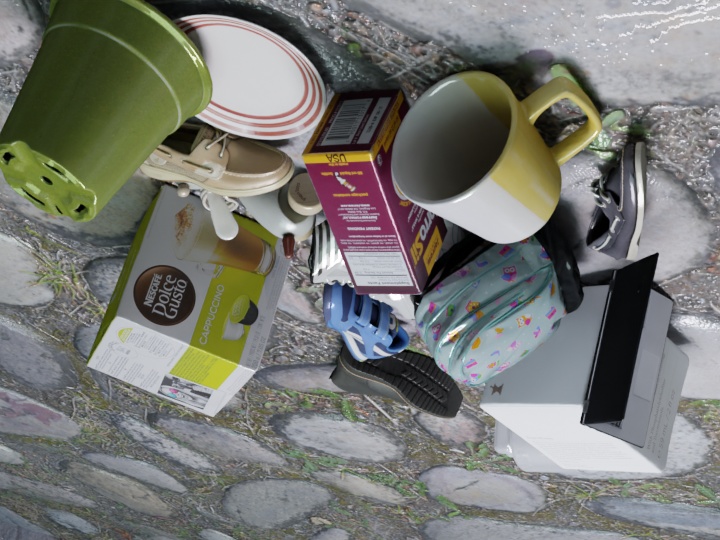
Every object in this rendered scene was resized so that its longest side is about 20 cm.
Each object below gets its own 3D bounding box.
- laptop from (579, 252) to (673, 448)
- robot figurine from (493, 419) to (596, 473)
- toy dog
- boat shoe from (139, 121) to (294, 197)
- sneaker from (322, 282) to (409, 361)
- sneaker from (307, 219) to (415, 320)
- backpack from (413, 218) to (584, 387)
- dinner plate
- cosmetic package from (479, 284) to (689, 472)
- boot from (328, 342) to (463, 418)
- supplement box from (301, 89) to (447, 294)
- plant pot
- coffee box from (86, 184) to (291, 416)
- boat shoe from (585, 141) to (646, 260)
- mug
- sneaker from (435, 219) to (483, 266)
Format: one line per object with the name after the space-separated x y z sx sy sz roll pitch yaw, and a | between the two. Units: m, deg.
0.332 0.099 1.378 0.199 0.190 0.115 24 167 -39 | laptop
0.299 0.243 1.776 0.198 0.115 0.169 -5 166 32 | robot figurine
-0.137 -0.072 1.458 0.197 0.097 0.132 6 149 16 | toy dog
-0.175 -0.136 1.392 0.197 0.072 0.065 7 140 13 | boat shoe
0.006 0.062 1.653 0.081 0.075 0.200 -1 154 23 | sneaker
0.000 0.000 1.508 0.114 0.076 0.201 -20 130 15 | sneaker
0.161 0.038 1.401 0.199 0.127 0.168 -33 139 -4 | backpack
-0.130 -0.212 1.291 0.197 0.025 0.201 11 150 6 | dinner plate
0.290 0.143 1.537 0.165 0.169 0.199 -6 146 47 | cosmetic package
0.051 0.175 1.834 0.198 0.078 0.139 31 154 -1 | boot
0.020 -0.082 1.307 0.085 0.111 0.201 0 133 26 | supplement box
-0.284 -0.160 1.249 0.198 0.191 0.201 21 153 11 | plant pot
-0.229 0.044 1.596 0.196 0.202 0.200 23 151 -13 | coffee box
0.275 -0.071 1.291 0.062 0.074 0.201 5 154 11 | boat shoe
0.148 -0.104 1.230 0.185 0.151 0.153 -2 155 40 | mug
0.095 -0.024 1.450 0.070 0.081 0.200 -7 142 38 | sneaker
